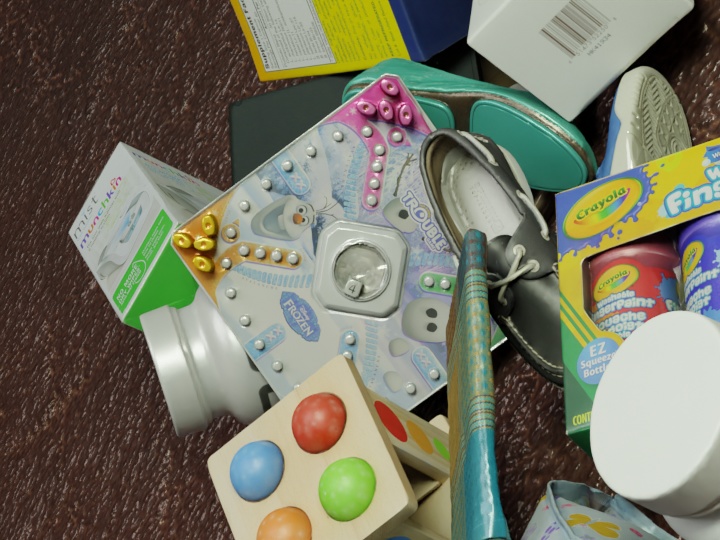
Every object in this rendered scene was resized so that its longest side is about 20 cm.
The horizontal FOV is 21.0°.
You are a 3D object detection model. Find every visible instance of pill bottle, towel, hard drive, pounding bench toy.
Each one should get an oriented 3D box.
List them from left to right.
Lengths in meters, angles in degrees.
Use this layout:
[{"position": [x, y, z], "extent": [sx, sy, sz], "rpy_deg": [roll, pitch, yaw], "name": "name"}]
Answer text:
[{"position": [-0.055, 0.046, 1.429], "extent": [0.198, 0.117, 0.116], "rpy_deg": [-18, 37, -6], "name": "pill bottle"}, {"position": [-0.001, -0.095, 1.452], "extent": [0.198, 0.033, 0.141], "rpy_deg": [-14, 49, 9], "name": "hard drive"}, {"position": [0.010, 0.183, 1.259], "extent": [0.124, 0.156, 0.201], "rpy_deg": [-38, 51, 16], "name": "pounding bench toy"}, {"position": [0.069, 0.096, 1.173], "extent": [0.147, 0.021, 0.202], "rpy_deg": [97, 173, -64], "name": "towel"}, {"position": [0.218, 0.098, 0.977], "extent": [0.114, 0.199, 0.115], "rpy_deg": [-36, 42, 40], "name": "pill bottle"}]

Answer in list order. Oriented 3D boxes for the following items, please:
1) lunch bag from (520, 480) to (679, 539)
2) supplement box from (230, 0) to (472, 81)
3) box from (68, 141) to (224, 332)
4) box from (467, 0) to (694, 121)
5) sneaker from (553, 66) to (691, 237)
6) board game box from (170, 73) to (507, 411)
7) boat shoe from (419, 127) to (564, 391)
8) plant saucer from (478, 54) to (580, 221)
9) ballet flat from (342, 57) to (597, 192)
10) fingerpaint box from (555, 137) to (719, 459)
[{"position": [0.126, 0.223, 1.112], "extent": [0.171, 0.126, 0.200], "rpy_deg": [-64, 7, 4], "name": "lunch bag"}, {"position": [0.000, -0.222, 1.484], "extent": [0.109, 0.110, 0.199], "rpy_deg": [-35, 22, -36], "name": "supplement box"}, {"position": [-0.113, 0.005, 1.562], "extent": [0.097, 0.199, 0.177], "rpy_deg": [-58, 30, 11], "name": "box"}, {"position": [0.154, -0.221, 1.348], "extent": [0.124, 0.097, 0.201], "rpy_deg": [-43, 22, 34], "name": "box"}, {"position": [0.157, -0.033, 1.282], "extent": [0.111, 0.076, 0.202], "rpy_deg": [-17, 62, 41], "name": "sneaker"}, {"position": [0.000, 0.000, 1.348], "extent": [0.199, 0.201, 0.026], "rpy_deg": [-36, 2, 4], "name": "board game box"}, {"position": [0.095, -0.011, 1.232], "extent": [0.074, 0.060, 0.201], "rpy_deg": [-37, 56, 23], "name": "boat shoe"}, {"position": [0.099, -0.083, 1.456], "extent": [0.200, 0.029, 0.202], "rpy_deg": [-35, 43, 42], "name": "plant saucer"}, {"position": [0.084, -0.112, 1.373], "extent": [0.198, 0.068, 0.070], "rpy_deg": [17, 42, 22], "name": "ballet flat"}, {"position": [0.215, 0.010, 1.109], "extent": [0.199, 0.073, 0.168], "rpy_deg": [-18, 52, 28], "name": "fingerpaint box"}]
